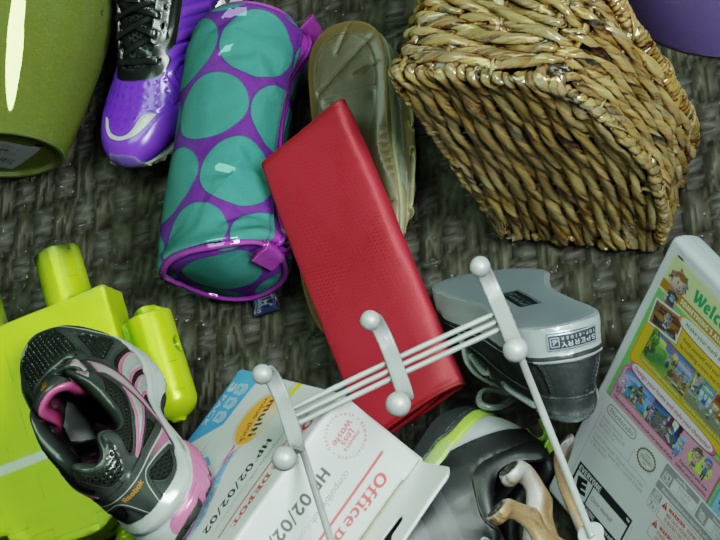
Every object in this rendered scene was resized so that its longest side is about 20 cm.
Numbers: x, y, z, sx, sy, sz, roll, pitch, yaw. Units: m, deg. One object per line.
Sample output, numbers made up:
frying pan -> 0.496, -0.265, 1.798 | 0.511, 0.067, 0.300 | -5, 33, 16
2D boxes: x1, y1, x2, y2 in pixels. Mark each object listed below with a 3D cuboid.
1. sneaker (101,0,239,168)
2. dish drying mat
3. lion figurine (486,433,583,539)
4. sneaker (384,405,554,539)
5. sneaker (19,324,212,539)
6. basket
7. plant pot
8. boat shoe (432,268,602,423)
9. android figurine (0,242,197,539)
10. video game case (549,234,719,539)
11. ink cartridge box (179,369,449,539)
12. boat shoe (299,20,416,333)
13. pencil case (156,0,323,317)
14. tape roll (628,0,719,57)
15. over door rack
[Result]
sneaker -> -0.142, -0.170, 1.752 | 0.069, 0.100, 0.201 | 4, 61, 31
dish drying mat -> 0.000, 0.000, 1.560 | 0.077, 0.018, 0.201 | -37, 62, 31
lion figurine -> 0.084, 0.198, 1.409 | 0.200, 0.123, 0.072 | -45, 8, -12
sneaker -> 0.048, 0.164, 1.462 | 0.083, 0.072, 0.200 | 17, 69, 31
sneaker -> -0.158, 0.079, 1.508 | 0.080, 0.086, 0.200 | -52, 37, 0
basket -> 0.128, -0.121, 1.521 | 0.142, 0.200, 0.149 | 5, 62, 30
plant pot -> -0.244, -0.172, 1.776 | 0.186, 0.187, 0.201 | -8, 72, 22
boat shoe -> 0.094, 0.044, 1.494 | 0.073, 0.068, 0.199 | -11, 13, -17
android figurine -> -0.190, 0.090, 1.616 | 0.182, 0.041, 0.201 | -23, 75, 13
video game case -> 0.196, 0.112, 1.380 | 0.200, 0.022, 0.182 | 50, 129, 38
ink cartridge box -> -0.042, 0.127, 1.475 | 0.115, 0.068, 0.200 | -54, 21, -13
boat shoe -> 0.006, -0.053, 1.624 | 0.074, 0.066, 0.201 | -1, 80, 27
pencil case -> -0.077, -0.076, 1.671 | 0.092, 0.085, 0.201 | -9, 56, 20
tape roll -> 0.236, -0.239, 1.618 | 0.199, 0.085, 0.201 | -14, 54, 19
over door rack -> 0.037, 0.102, 1.352 | 0.147, 0.067, 0.200 | -25, 61, 7
